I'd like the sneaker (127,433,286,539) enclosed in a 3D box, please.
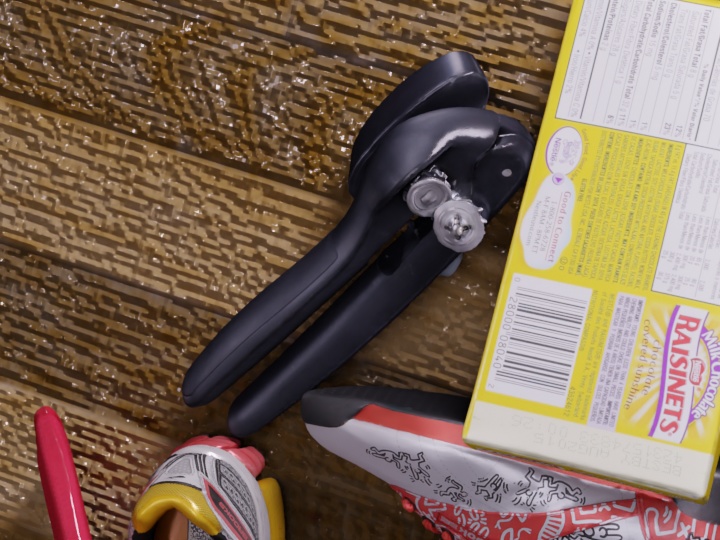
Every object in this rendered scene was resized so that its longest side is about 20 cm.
[{"bbox_3d":[-0.074,0.177,1.180,0.077,0.082,0.201,-4,96,17],"label":"sneaker"}]

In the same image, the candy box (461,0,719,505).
[{"bbox_3d":[0.114,-0.015,1.096,0.102,0.026,0.201,13,81,13],"label":"candy box"}]

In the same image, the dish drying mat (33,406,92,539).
[{"bbox_3d":[-0.110,0.162,1.159,0.018,0.077,0.201,-12,66,-9],"label":"dish drying mat"}]

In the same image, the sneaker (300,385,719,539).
[{"bbox_3d":[0.063,0.116,1.138,0.200,0.067,0.109,11,97,13],"label":"sneaker"}]

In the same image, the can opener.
[{"bbox_3d":[0.000,0.000,1.152,0.063,0.079,0.200,33,113,-16],"label":"can opener"}]
